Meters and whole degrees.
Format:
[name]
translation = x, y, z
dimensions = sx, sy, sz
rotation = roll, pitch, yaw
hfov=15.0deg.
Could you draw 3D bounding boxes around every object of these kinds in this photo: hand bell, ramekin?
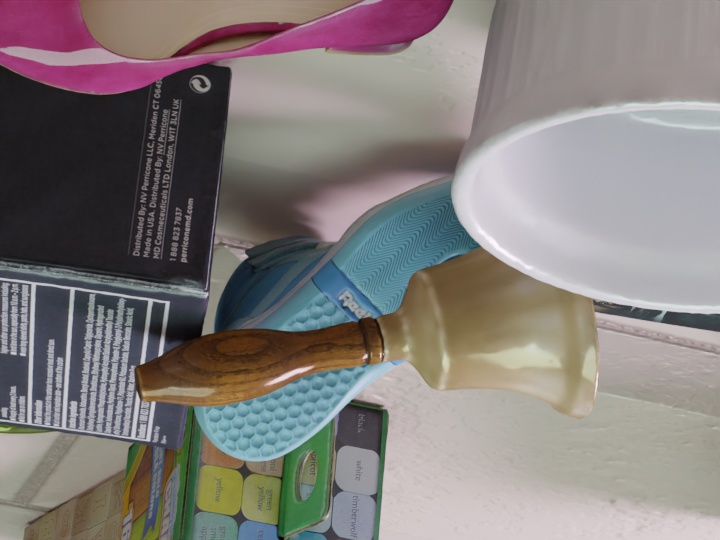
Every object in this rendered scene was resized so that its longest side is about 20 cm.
[hand bell]
translation = -0.003, 0.035, 1.232
dimensions = 0.199, 0.105, 0.104
rotation = -11, 159, -12
[ramekin]
translation = 0.140, -0.065, 1.132
dimensions = 0.199, 0.098, 0.201
rotation = 5, 156, 2

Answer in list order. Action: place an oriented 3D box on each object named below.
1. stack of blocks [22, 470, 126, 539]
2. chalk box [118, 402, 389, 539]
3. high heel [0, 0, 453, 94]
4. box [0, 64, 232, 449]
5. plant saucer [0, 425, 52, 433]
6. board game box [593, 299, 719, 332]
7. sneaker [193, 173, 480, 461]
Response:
[stack of blocks]
translation = -0.137, 0.189, 1.830
dimensions = 0.115, 0.059, 0.200
rotation = 17, 154, -25
[chalk box]
translation = -0.062, 0.143, 1.626
dimensions = 0.123, 0.125, 0.200
rotation = 12, 155, -15
[high heel]
translation = -0.061, -0.112, 1.098
dimensions = 0.199, 0.068, 0.096
rotation = 4, 167, -9
[box]
translation = -0.169, -0.015, 1.286
dimensions = 0.197, 0.124, 0.200
rotation = 7, 155, -5
[plant saucer]
translation = -0.221, 0.054, 1.576
dimensions = 0.199, 0.031, 0.200
rotation = 5, 156, 2
[board game box]
translation = 0.213, -0.002, 1.346
dimensions = 0.199, 0.028, 0.135
rotation = 9, 156, -7
[sneaker]
translation = 0.000, 0.000, 1.358
dimensions = 0.200, 0.131, 0.080
rotation = -34, 109, 9
